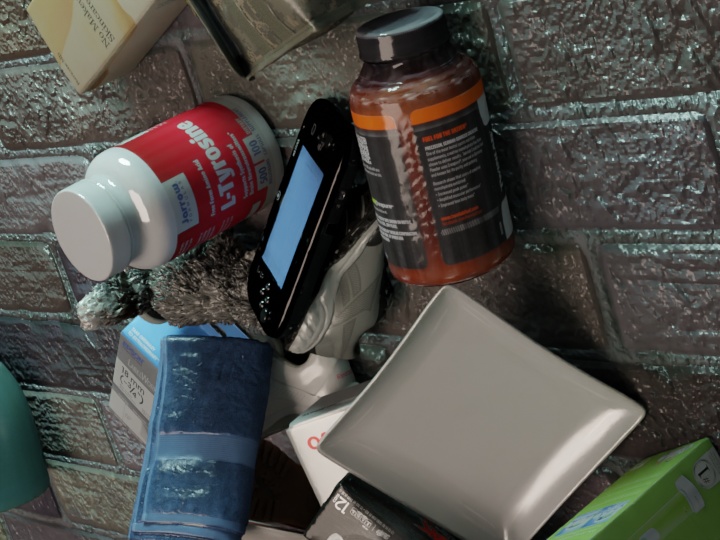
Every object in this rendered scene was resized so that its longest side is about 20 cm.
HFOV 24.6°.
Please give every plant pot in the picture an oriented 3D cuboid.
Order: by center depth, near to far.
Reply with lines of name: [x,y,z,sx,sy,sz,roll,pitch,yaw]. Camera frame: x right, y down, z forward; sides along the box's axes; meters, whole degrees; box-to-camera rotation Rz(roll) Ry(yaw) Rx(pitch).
plant pot: [-0.492,0.201,2.037,0.199,0.199,0.163,6,106,46]

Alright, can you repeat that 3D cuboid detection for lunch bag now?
lunch bag: [-0.087,-0.247,1.302,0.165,0.117,0.199,59,151,-6]

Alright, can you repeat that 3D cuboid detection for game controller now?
game controller: [-0.052,-0.044,1.417,0.104,0.042,0.202,47,122,49]

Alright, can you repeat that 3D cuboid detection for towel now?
towel: [-0.145,0.156,1.517,0.110,0.203,0.049,1,158,18]

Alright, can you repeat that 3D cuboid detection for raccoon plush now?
raccoon plush: [-0.149,0.037,1.534,0.134,0.199,0.097,36,155,56]

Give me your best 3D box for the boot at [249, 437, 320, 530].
boot: [-0.092,0.214,1.612,0.198,0.076,0.107,26,163,-26]

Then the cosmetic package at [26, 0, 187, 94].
cosmetic package: [-0.223,-0.257,1.513,0.106,0.071,0.200,56,143,4]

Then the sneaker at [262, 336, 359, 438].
sneaker: [-0.078,0.106,1.595,0.198,0.078,0.101,-14,94,37]

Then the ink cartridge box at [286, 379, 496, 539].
ink cartridge box: [0.045,0.194,1.461,0.145,0.084,0.202,-20,98,27]

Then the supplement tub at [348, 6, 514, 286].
supplement tub: [0.052,-0.097,1.277,0.106,0.106,0.202,9,120,45]

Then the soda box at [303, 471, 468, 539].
soda box: [0.054,0.249,1.387,0.199,0.071,0.064,37,113,6]

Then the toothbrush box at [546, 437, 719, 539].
toothbrush box: [0.216,0.243,1.240,0.086,0.199,0.147,-30,92,52]

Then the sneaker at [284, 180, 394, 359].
sneaker: [0.000,0.000,1.444,0.078,0.074,0.201,17,129,-14]

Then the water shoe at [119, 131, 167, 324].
water shoe: [-0.197,-0.035,1.627,0.078,0.071,0.202,10,118,33]

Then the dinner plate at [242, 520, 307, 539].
dinner plate: [-0.077,0.258,1.591,0.199,0.199,0.025,4,78,47]

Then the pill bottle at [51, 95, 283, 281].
pill bottle: [-0.172,-0.071,1.473,0.112,0.199,0.113,28,133,34]

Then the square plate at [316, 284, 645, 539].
square plate: [0.096,0.124,1.339,0.197,0.029,0.201,32,119,-11]

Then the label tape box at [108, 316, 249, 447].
label tape box: [-0.189,0.116,1.730,0.144,0.063,0.201,41,140,22]
